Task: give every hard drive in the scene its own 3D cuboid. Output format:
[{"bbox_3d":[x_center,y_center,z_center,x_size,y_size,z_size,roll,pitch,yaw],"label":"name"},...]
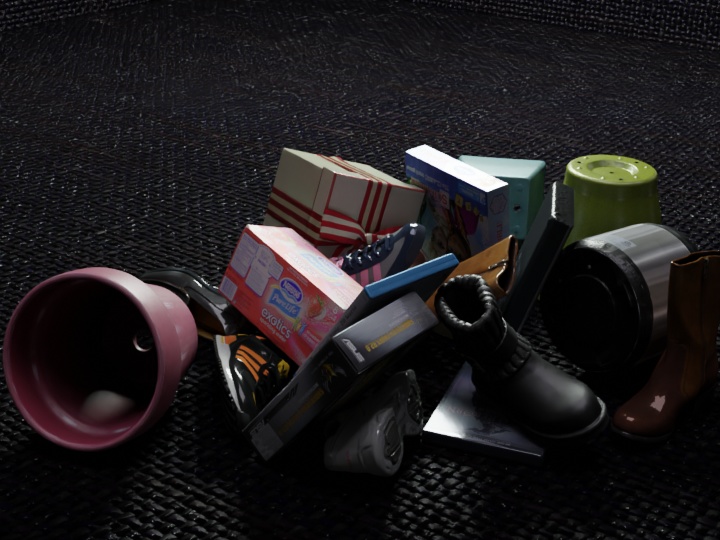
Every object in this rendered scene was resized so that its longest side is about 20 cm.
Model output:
[{"bbox_3d":[0.218,-0.003,1.530,0.033,0.202,0.140,23,25,0],"label":"hard drive"}]

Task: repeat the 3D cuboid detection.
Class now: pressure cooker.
[{"bbox_3d":[0.353,0.031,1.531,0.199,0.179,0.177,-15,69,-40],"label":"pressure cooker"}]

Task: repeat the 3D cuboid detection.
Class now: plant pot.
[{"bbox_3d":[0.209,-0.101,1.808,0.139,0.143,0.200,4,5,7],"label":"plant pot"},{"bbox_3d":[-0.279,0.090,1.375,0.197,0.203,0.179,8,9,15],"label":"plant pot"},{"bbox_3d":[0.354,-0.058,1.726,0.197,0.195,0.201,1,23,-1],"label":"plant pot"}]

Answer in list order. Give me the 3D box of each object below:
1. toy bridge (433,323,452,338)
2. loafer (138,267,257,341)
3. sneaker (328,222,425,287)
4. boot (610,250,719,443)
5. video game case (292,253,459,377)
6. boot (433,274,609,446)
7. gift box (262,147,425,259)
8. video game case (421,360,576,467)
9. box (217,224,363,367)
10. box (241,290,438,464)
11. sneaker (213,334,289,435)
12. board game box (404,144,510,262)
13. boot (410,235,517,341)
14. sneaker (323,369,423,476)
[{"bbox_3d":[0.117,0.058,1.653,0.066,0.028,0.200,-8,26,-19],"label":"toy bridge"},{"bbox_3d":[-0.232,0.048,1.606,0.198,0.074,0.072,12,30,26],"label":"loafer"},{"bbox_3d":[0.000,0.000,1.564,0.082,0.200,0.070,35,23,-20],"label":"sneaker"},{"bbox_3d":[0.365,0.087,1.382,0.187,0.203,0.068,-14,28,-33],"label":"boot"},{"bbox_3d":[0.016,0.058,1.380,0.142,0.200,0.018,-21,69,-39],"label":"video game case"},{"bbox_3d":[0.175,0.100,1.338,0.079,0.159,0.210,-41,38,-23],"label":"boot"},{"bbox_3d":[-0.023,-0.053,1.722,0.183,0.203,0.186,3,16,-33],"label":"gift box"},{"bbox_3d":[0.169,0.164,1.427,0.141,0.019,0.200,10,24,18],"label":"video game case"},{"bbox_3d":[-0.075,0.036,1.518,0.199,0.104,0.094,38,22,33],"label":"box"},{"bbox_3d":[-0.023,0.118,1.314,0.049,0.200,0.158,52,39,10],"label":"box"},{"bbox_3d":[-0.125,0.127,1.426,0.089,0.071,0.200,-7,22,-11],"label":"sneaker"},{"bbox_3d":[0.139,-0.055,1.696,0.041,0.202,0.200,-20,29,-26],"label":"board game box"},{"bbox_3d":[0.115,0.001,1.554,0.199,0.069,0.189,-33,20,32],"label":"boot"},{"bbox_3d":[0.010,0.167,1.343,0.098,0.079,0.200,-8,12,20],"label":"sneaker"}]
